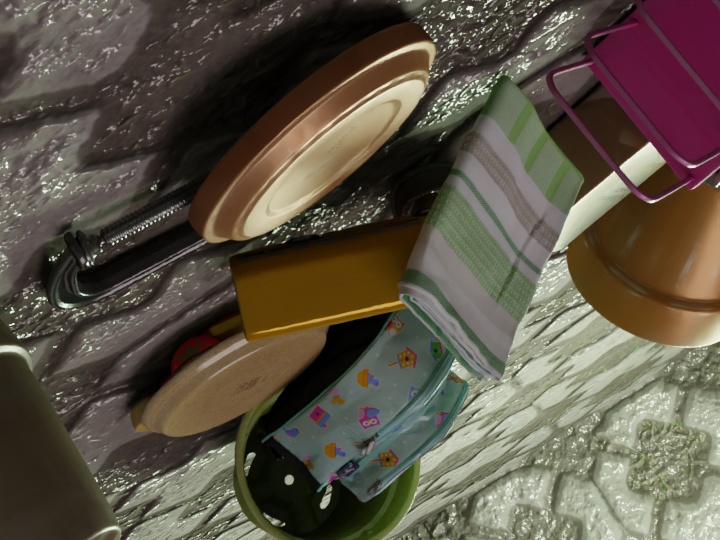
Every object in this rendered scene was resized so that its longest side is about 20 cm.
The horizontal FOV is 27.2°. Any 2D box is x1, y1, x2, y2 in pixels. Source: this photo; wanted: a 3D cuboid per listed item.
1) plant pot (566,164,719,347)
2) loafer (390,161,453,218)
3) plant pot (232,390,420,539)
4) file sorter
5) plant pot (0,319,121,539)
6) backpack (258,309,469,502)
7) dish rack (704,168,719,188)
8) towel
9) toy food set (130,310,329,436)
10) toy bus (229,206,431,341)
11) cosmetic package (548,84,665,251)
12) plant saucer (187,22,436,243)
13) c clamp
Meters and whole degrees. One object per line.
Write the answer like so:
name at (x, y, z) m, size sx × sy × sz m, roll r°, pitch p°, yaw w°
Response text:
plant pot at (0.336, -0.054, 1.543) m, size 0.200 × 0.200 × 0.183 m, roll -21°, pitch 144°, yaw -34°
loafer at (0.081, -0.010, 1.272) m, size 0.073 × 0.071 × 0.200 m, roll -21°, pitch 135°, yaw 3°
plant pot at (-0.058, 0.217, 1.623) m, size 0.200 × 0.201 × 0.184 m, roll -25°, pitch 174°, yaw -21°
file sorter at (0.259, -0.164, 1.110) m, size 0.200 × 0.139 × 0.125 m, roll -43°, pitch 170°, yaw 33°
plant pot at (-0.258, 0.153, 0.985) m, size 0.200 × 0.173 × 0.200 m, roll -46°, pitch 166°, yaw -15°
backpack at (0.019, 0.111, 1.443) m, size 0.200 × 0.153 × 0.176 m, roll -52°, pitch -179°, yaw 34°
dish rack at (0.341, -0.150, 1.273) m, size 0.200 × 0.043 × 0.172 m, roll -42°, pitch 150°, yaw -81°
towel at (0.108, -0.030, 1.162) m, size 0.149 × 0.031 × 0.200 m, roll 47°, pitch 62°, yaw -45°
toy food set at (-0.113, 0.086, 1.349) m, size 0.198 × 0.049 × 0.200 m, roll -26°, pitch 162°, yaw -21°
toy bus at (0.000, 0.000, 1.171) m, size 0.200 × 0.065 × 0.078 m, roll -12°, pitch -170°, yaw -5°
cosmetic package at (0.213, -0.100, 1.360) m, size 0.200 × 0.071 × 0.105 m, roll -43°, pitch 161°, yaw 32°
plant saucer at (-0.026, -0.084, 0.981) m, size 0.200 × 0.032 × 0.200 m, roll -40°, pitch 173°, yaw -6°
c clamp at (-0.131, -0.038, 1.014) m, size 0.200 × 0.027 × 0.171 m, roll -31°, pitch 169°, yaw -9°
